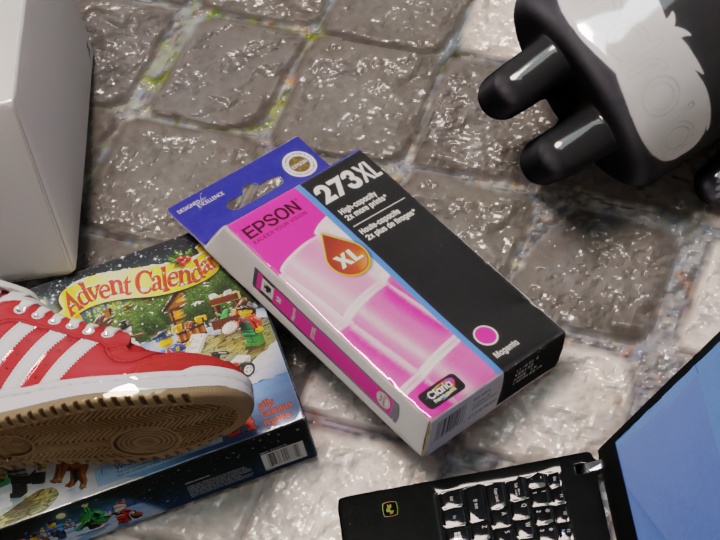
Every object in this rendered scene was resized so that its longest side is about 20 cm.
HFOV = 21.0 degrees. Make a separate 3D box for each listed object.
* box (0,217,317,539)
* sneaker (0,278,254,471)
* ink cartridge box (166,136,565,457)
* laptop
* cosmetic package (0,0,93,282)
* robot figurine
[{"bbox_3d":[-0.137,0.065,0.986,0.200,0.038,0.137,-20,53,-4],"label":"box"},{"bbox_3d":[-0.149,0.035,0.941,0.199,0.071,0.113,-7,57,9],"label":"sneaker"},{"bbox_3d":[0.000,0.000,0.983,0.095,0.037,0.200,-31,58,-31],"label":"ink cartridge box"},{"bbox_3d":[0.089,0.136,0.849,0.199,0.103,0.178,-11,52,3],"label":"laptop"},{"bbox_3d":[-0.258,-0.090,1.051,0.199,0.123,0.200,-9,42,3],"label":"cosmetic package"},{"bbox_3d":[0.159,-0.123,1.009,0.200,0.150,0.125,-34,41,-6],"label":"robot figurine"}]
